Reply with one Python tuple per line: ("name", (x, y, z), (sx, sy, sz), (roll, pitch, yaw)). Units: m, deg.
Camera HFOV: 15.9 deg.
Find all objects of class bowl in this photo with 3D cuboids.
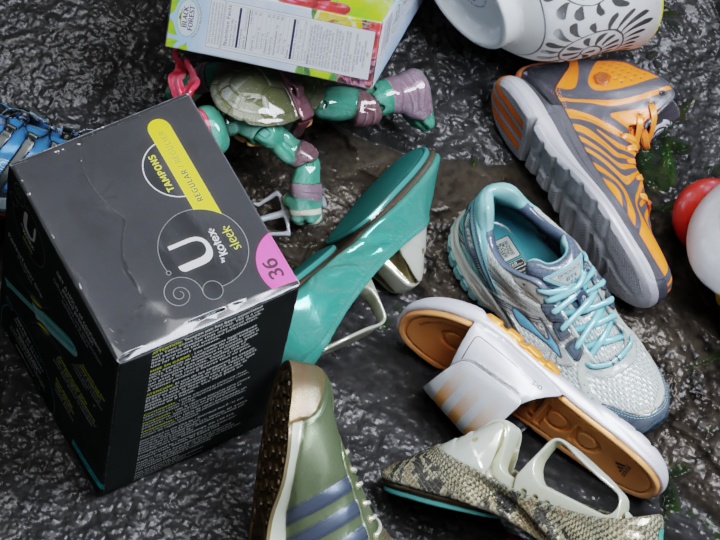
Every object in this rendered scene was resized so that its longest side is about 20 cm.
("bowl", (0.104, -0.211, 1.759), (0.094, 0.201, 0.201), (-38, 73, -20))

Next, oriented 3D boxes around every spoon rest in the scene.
("spoon rest", (0.288, -0.065, 1.732), (0.099, 0.061, 0.200), (20, 73, 20))

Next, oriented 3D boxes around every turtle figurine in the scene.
("turtle figurine", (-0.057, -0.102, 1.744), (0.200, 0.101, 0.150), (-22, 67, -26))

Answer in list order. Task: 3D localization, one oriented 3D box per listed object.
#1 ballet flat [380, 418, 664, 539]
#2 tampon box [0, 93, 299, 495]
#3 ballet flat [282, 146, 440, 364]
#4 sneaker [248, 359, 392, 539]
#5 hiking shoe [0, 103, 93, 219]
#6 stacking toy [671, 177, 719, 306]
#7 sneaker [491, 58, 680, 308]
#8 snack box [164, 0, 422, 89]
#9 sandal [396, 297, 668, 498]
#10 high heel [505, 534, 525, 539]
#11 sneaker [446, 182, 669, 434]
("ballet flat", (0.106, 0.137, 1.617), (0.200, 0.068, 0.075), (22, 99, 32))
("tampon box", (-0.134, 0.018, 1.602), (0.126, 0.200, 0.150), (-24, 68, -20))
("ballet flat", (0.000, 0.000, 1.717), (0.070, 0.067, 0.200), (52, 57, -11))
("sneaker", (-0.019, 0.160, 1.599), (0.090, 0.067, 0.201), (8, 87, -16))
("hiking shoe", (-0.214, -0.073, 1.678), (0.199, 0.074, 0.087), (-11, 103, -3))
("stacking toy", (0.276, 0.020, 1.744), (0.085, 0.085, 0.200), (-18, 60, -18))
("sneaker", (0.183, -0.074, 1.774), (0.112, 0.078, 0.200), (-22, 67, -19))
("snack box", (-0.039, -0.188, 1.746), (0.142, 0.053, 0.200), (13, 24, 6))
("sandal", (0.103, 0.093, 1.669), (0.206, 0.079, 0.059), (35, 59, 8))
("high heel", (0.049, 0.242, 1.597), (0.200, 0.068, 0.096), (-24, 56, -25))
("sneaker", (0.130, 0.026, 1.706), (0.078, 0.086, 0.200), (-35, 72, -23))
